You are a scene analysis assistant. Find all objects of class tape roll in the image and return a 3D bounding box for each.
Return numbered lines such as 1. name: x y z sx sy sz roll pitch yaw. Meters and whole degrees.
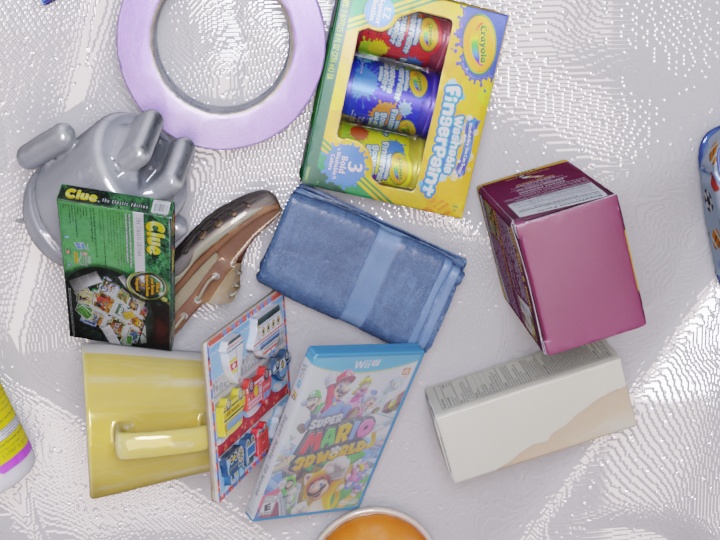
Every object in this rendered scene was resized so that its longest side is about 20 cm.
1. tape roll: -0.132 -0.221 1.278 0.196 0.066 0.204 -1 103 -5

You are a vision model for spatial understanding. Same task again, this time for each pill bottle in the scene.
1. pill bottle: -0.406 0.125 1.314 0.103 0.104 0.203 -22 104 1

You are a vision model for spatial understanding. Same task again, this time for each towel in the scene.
1. towel: 0.000 0.000 1.348 0.198 0.049 0.113 24 102 -11

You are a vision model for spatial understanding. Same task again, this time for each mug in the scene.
1. mug: -0.193 0.154 1.309 0.150 0.188 0.151 -3 128 -13

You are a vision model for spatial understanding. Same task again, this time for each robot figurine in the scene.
1. robot figurine: -0.242 -0.072 1.258 0.199 0.114 0.169 -30 119 36

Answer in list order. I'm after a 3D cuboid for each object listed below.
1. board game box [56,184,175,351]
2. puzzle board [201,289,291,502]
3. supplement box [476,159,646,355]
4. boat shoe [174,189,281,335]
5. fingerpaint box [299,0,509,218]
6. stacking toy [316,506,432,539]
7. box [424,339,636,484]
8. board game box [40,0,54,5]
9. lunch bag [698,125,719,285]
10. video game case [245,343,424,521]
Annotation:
1. board game box: -0.223 0.002 1.235 0.103 0.024 0.201 11 140 0
2. puzzle board: -0.103 0.115 1.292 0.017 0.200 0.153 2 104 16
3. supplement box: 0.188 -0.019 1.282 0.102 0.200 0.133 -16 105 -1
4. boat shoe: -0.150 -0.002 1.327 0.199 0.076 0.072 -38 107 14
5. fingerpaint box: 0.040 -0.169 1.299 0.164 0.073 0.203 12 102 -7
6. stacking toy: 0.021 0.341 1.350 0.143 0.200 0.149 -1 103 -5
7. box: 0.172 0.140 1.372 0.197 0.095 0.079 -17 104 1
8. board game box: -0.253 -0.367 1.244 0.198 0.045 0.153 -31 103 3
9. lunch bag: 0.435 -0.061 1.358 0.158 0.076 0.203 -15 103 -4
10. video game case: -0.025 0.162 1.339 0.142 0.018 0.202 1 120 -39
